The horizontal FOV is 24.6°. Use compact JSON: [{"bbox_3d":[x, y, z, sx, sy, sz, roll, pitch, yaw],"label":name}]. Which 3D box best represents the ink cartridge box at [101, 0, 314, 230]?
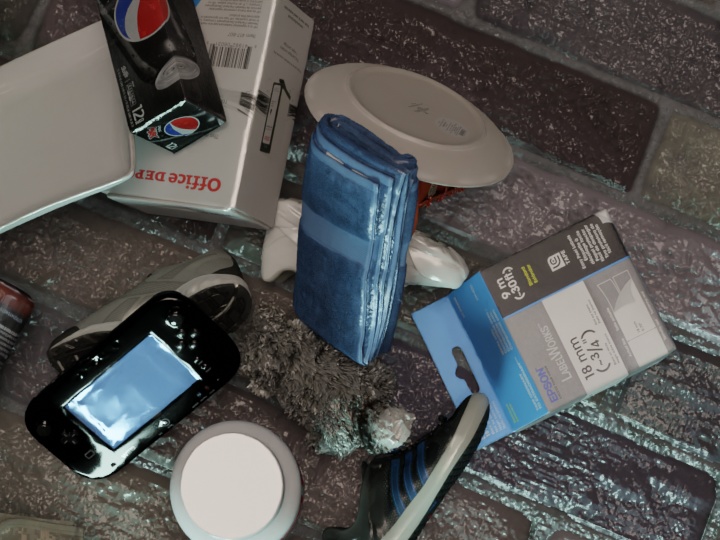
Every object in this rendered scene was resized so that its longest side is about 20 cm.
[{"bbox_3d":[-0.138,-0.148,1.495,0.144,0.084,0.203,8,82,25],"label":"ink cartridge box"}]

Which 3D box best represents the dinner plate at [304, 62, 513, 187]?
[{"bbox_3d":[0.047,-0.137,1.464,0.198,0.201,0.024,25,121,3],"label":"dinner plate"}]

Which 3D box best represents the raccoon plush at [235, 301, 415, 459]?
[{"bbox_3d":[-0.033,0.086,1.434,0.133,0.200,0.097,37,69,-15],"label":"raccoon plush"}]

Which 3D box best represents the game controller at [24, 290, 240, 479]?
[{"bbox_3d":[-0.201,0.103,1.459,0.199,0.042,0.104,-39,105,17],"label":"game controller"}]

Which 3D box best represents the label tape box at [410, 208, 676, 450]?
[{"bbox_3d":[0.165,0.055,1.502,0.198,0.063,0.146,-26,82,-5],"label":"label tape box"}]

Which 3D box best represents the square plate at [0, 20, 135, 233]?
[{"bbox_3d":[-0.282,-0.122,1.477,0.198,0.028,0.200,-21,52,18],"label":"square plate"}]

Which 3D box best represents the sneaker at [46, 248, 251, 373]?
[{"bbox_3d":[-0.192,0.044,1.502,0.198,0.074,0.080,-24,40,6],"label":"sneaker"}]

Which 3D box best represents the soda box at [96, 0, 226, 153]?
[{"bbox_3d":[-0.181,-0.210,1.441,0.063,0.071,0.202,-26,67,21],"label":"soda box"}]

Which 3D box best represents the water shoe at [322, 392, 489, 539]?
[{"bbox_3d":[0.039,0.182,1.474,0.078,0.072,0.201,33,86,14],"label":"water shoe"}]

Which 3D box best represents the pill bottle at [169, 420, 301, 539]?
[{"bbox_3d":[-0.104,0.187,1.409,0.111,0.200,0.114,0,81,-1],"label":"pill bottle"}]

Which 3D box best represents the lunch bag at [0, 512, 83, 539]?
[{"bbox_3d":[-0.339,0.288,1.417,0.197,0.118,0.166,9,78,-8],"label":"lunch bag"}]

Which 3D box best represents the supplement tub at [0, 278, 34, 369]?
[{"bbox_3d":[-0.380,0.089,1.467,0.106,0.107,0.202,28,82,3],"label":"supplement tub"}]

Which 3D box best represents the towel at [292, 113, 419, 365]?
[{"bbox_3d":[-0.010,-0.024,1.395,0.111,0.202,0.048,33,42,31],"label":"towel"}]

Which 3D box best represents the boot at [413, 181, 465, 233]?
[{"bbox_3d":[0.056,-0.088,1.477,0.106,0.076,0.201,14,40,-7],"label":"boot"}]

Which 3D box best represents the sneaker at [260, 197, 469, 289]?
[{"bbox_3d":[0.000,0.000,1.506,0.198,0.078,0.101,14,91,15],"label":"sneaker"}]
